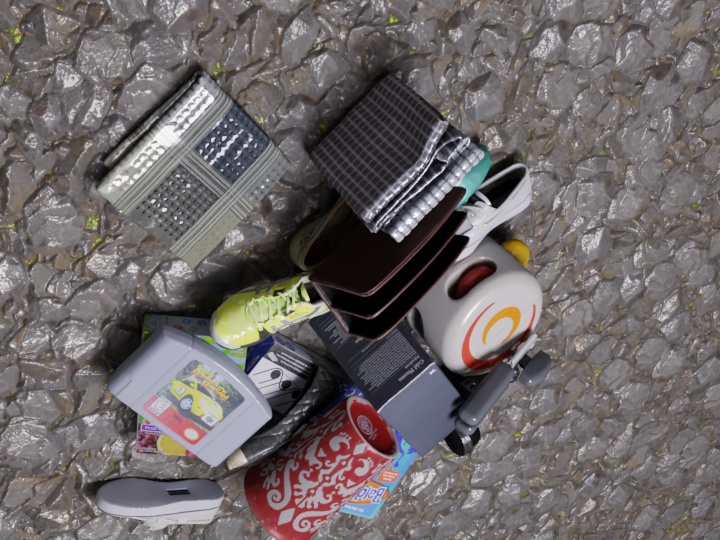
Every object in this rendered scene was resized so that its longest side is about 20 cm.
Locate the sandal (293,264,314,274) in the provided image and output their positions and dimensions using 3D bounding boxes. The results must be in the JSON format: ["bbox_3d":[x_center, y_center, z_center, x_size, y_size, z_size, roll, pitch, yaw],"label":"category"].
[{"bbox_3d":[0.001,-0.001,1.483,0.198,0.048,0.076,7,116,-31],"label":"sandal"}]

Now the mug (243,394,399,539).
[{"bbox_3d":[-0.055,0.264,1.492,0.133,0.179,0.200,36,114,-29],"label":"mug"}]

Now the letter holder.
[{"bbox_3d":[0.059,-0.012,1.338,0.200,0.141,0.101,-46,120,-21],"label":"letter holder"}]

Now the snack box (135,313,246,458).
[{"bbox_3d":[-0.234,0.162,1.434,0.140,0.053,0.203,5,118,-11],"label":"snack box"}]

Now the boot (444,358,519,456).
[{"bbox_3d":[0.182,0.193,1.615,0.156,0.211,0.080,-27,108,-4],"label":"boot"}]

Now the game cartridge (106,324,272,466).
[{"bbox_3d":[-0.219,0.165,1.388,0.133,0.041,0.200,-43,115,12],"label":"game cartridge"}]

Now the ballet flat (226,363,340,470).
[{"bbox_3d":[-0.114,0.211,1.483,0.199,0.066,0.057,-39,94,-20],"label":"ballet flat"}]

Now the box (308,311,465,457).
[{"bbox_3d":[0.045,0.138,1.478,0.104,0.182,0.200,-41,145,-1],"label":"box"}]

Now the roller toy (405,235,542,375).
[{"bbox_3d":[0.163,0.045,1.541,0.181,0.140,0.202,4,121,-42],"label":"roller toy"}]

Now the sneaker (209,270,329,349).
[{"bbox_3d":[-0.108,0.040,1.374,0.198,0.076,0.076,-25,172,-26],"label":"sneaker"}]

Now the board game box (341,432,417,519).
[{"bbox_3d":[0.010,0.299,1.682,0.151,0.045,0.201,22,109,-37],"label":"board game box"}]

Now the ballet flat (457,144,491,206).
[{"bbox_3d":[0.101,-0.106,1.455,0.200,0.067,0.070,-47,141,7],"label":"ballet flat"}]

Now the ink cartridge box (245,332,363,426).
[{"bbox_3d":[-0.090,0.166,1.543,0.199,0.044,0.094,32,103,-39],"label":"ink cartridge box"}]

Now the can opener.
[{"bbox_3d":[0.207,0.161,1.491,0.200,0.066,0.053,-39,155,-35],"label":"can opener"}]

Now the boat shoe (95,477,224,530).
[{"bbox_3d":[-0.298,0.351,1.537,0.198,0.071,0.071,5,115,-38],"label":"boat shoe"}]

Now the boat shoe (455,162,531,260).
[{"bbox_3d":[0.164,-0.088,1.493,0.199,0.073,0.066,-39,145,-22],"label":"boat shoe"}]

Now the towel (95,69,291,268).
[{"bbox_3d":[-0.209,-0.122,1.310,0.200,0.035,0.192,-45,133,1],"label":"towel"}]

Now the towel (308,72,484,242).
[{"bbox_3d":[0.035,-0.147,1.311,0.166,0.200,0.086,-44,129,3],"label":"towel"}]

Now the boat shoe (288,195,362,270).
[{"bbox_3d":[-0.009,-0.069,1.409,0.200,0.063,0.073,-44,108,-3],"label":"boat shoe"}]
